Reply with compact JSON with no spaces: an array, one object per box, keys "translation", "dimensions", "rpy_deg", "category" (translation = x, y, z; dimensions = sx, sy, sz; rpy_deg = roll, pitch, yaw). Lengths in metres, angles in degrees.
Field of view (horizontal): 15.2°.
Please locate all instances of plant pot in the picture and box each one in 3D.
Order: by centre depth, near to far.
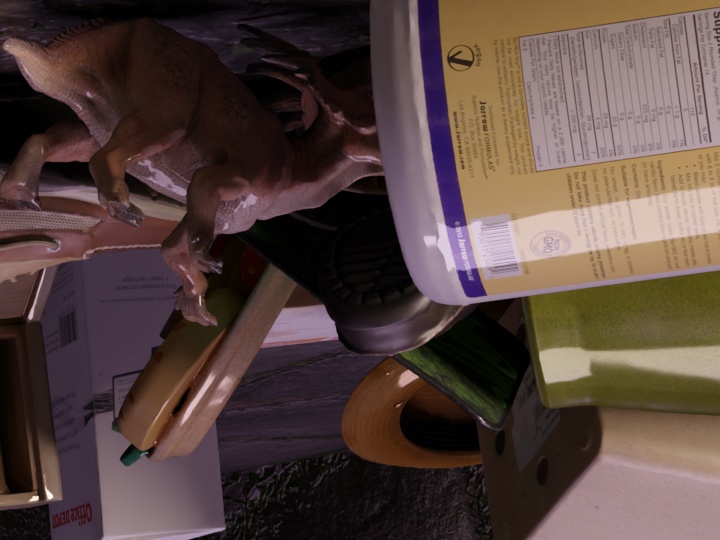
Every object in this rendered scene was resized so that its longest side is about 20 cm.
[{"translation":[0.170,-0.011,1.311],"dimensions":[0.192,0.201,0.200],"rpy_deg":[-10,172,4],"category":"plant pot"},{"translation":[0.170,0.079,1.458],"dimensions":[0.177,0.200,0.200],"rpy_deg":[9,144,-20],"category":"plant pot"}]

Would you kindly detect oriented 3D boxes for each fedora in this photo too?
[{"translation":[0.071,0.047,1.621],"dimensions":[0.200,0.082,0.201],"rpy_deg":[-13,154,-6],"category":"fedora"}]

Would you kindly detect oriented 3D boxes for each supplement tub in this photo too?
[{"translation":[0.112,-0.068,1.082],"dimensions":[0.199,0.146,0.145],"rpy_deg":[-8,172,8],"category":"supplement tub"}]

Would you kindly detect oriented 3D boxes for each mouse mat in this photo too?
[{"translation":[0.000,0.000,1.351],"dimensions":[0.008,0.200,0.161],"rpy_deg":[-51,-179,16],"category":"mouse mat"}]

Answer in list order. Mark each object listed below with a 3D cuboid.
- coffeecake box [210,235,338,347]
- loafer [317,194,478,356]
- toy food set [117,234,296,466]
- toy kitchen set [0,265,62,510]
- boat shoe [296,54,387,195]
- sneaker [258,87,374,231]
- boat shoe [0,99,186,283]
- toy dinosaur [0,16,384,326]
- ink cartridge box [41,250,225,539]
[{"translation":[-0.016,-0.001,1.720],"dimensions":[0.153,0.073,0.200],"rpy_deg":[-6,172,-21],"category":"coffeecake box"},{"translation":[0.033,0.001,1.266],"dimensions":[0.073,0.072,0.200],"rpy_deg":[-5,-161,17],"category":"loafer"},{"translation":[-0.074,0.021,1.488],"dimensions":[0.049,0.200,0.198],"rpy_deg":[30,168,-4],"category":"toy food set"},{"translation":[-0.136,0.025,1.427],"dimensions":[0.163,0.181,0.200],"rpy_deg":[-2,171,-36],"category":"toy kitchen set"},{"translation":[0.068,-0.077,1.269],"dimensions":[0.200,0.072,0.065],"rpy_deg":[-15,169,20],"category":"boat shoe"},{"translation":[-0.001,-0.053,1.382],"dimensions":[0.079,0.074,0.200],"rpy_deg":[-6,175,43],"category":"sneaker"},{"translation":[-0.164,-0.035,1.263],"dimensions":[0.200,0.076,0.074],"rpy_deg":[11,120,-39],"category":"boat shoe"},{"translation":[-0.071,-0.067,1.151],"dimensions":[0.200,0.136,0.086],"rpy_deg":[32,159,-26],"category":"toy dinosaur"},{"translation":[-0.149,0.076,1.704],"dimensions":[0.084,0.201,0.146],"rpy_deg":[-3,172,-19],"category":"ink cartridge box"}]
